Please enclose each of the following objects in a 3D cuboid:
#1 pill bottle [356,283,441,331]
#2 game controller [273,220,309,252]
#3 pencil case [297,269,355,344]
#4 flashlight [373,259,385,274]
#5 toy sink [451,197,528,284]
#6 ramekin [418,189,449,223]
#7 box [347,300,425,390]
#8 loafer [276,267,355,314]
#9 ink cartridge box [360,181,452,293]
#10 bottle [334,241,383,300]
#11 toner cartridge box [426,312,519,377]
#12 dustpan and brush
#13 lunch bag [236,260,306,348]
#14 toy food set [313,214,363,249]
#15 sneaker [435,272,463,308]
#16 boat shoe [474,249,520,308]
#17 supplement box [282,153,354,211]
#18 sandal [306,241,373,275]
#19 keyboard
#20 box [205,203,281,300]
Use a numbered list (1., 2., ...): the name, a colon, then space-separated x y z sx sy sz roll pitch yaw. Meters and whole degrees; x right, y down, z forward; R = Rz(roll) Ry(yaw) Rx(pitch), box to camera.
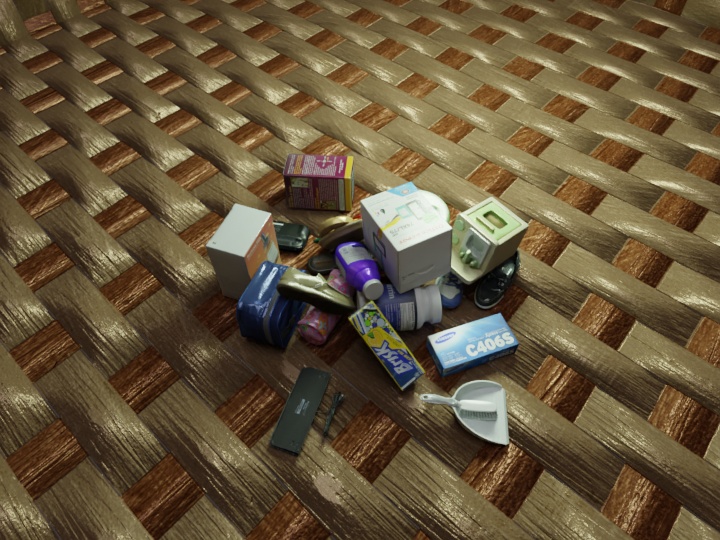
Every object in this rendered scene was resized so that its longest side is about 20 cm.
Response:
1. pill bottle: 0.093 0.090 1.265 0.197 0.116 0.117 -5 52 -5
2. game controller: -0.246 -0.103 1.475 0.197 0.043 0.105 9 38 7
3. pencil case: -0.080 0.086 1.291 0.086 0.088 0.201 20 54 15
4. flashlight: 0.077 0.001 1.370 0.197 0.069 0.068 -1 25 -5
5. toy sink: 0.301 -0.080 1.296 0.199 0.113 0.130 -28 59 -32
6. ramekin: 0.156 -0.132 1.447 0.197 0.098 0.202 0 52 0
7. box: 0.057 0.168 1.170 0.070 0.064 0.201 -37 90 -5
8. loafer: -0.096 0.046 1.199 0.198 0.076 0.068 23 60 -25
9. ink cartridge box: 0.109 -0.081 1.244 0.145 0.147 0.201 -22 49 -14
10. bottle: 0.000 0.000 1.243 0.082 0.066 0.200 -9 31 -17
11. toner cartridge box: 0.267 0.177 1.240 0.197 0.043 0.096 -16 52 -12
12. dustpan and brush: 0.227 0.298 1.134 0.197 0.058 0.141 4 52 4
13. lunch bag: -0.198 0.079 1.263 0.131 0.137 0.201 15 52 11
14. toy food set: -0.030 -0.109 1.384 0.198 0.198 0.049 -19 82 -18
15. sneaker: 0.239 0.000 1.352 0.074 0.089 0.202 9 54 5
16. boat shoe: 0.363 0.015 1.351 0.074 0.067 0.199 35 60 25
17. supplement box: -0.119 -0.260 1.532 0.197 0.132 0.104 4 50 3
18. sandal: -0.051 -0.041 1.406 0.197 0.055 0.082 -10 52 -7
19. keyboard: -0.109 0.313 1.153 0.125 0.021 0.201 11 54 17
20. box: -0.289 -0.037 1.313 0.105 0.201 0.153 16 54 13
